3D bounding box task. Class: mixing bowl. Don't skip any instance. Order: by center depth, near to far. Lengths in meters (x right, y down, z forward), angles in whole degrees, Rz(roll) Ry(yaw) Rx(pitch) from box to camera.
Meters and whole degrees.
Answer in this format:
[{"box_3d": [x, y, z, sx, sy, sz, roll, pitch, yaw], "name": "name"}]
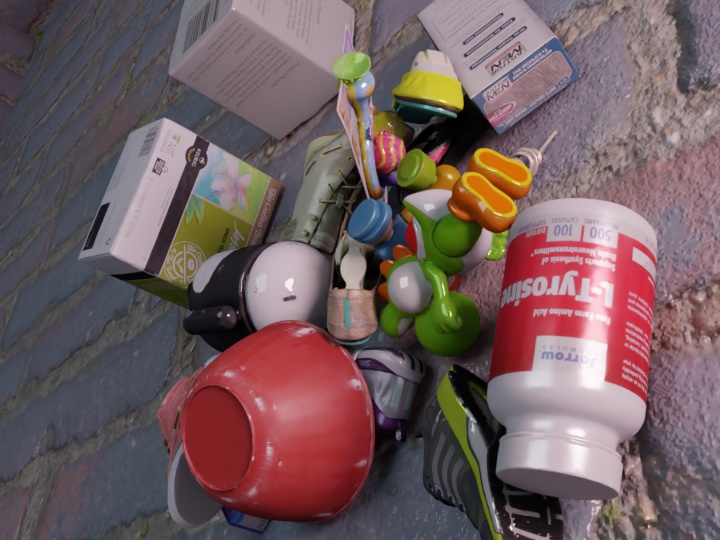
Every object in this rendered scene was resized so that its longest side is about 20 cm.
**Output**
[{"box_3d": [-0.097, 0.150, 0.810, 0.200, 0.108, 0.201, 1, 92, 38], "name": "mixing bowl"}]

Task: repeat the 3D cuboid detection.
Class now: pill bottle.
[{"box_3d": [0.154, 0.058, 0.629, 0.112, 0.112, 0.201, -16, 54, 48], "name": "pill bottle"}]

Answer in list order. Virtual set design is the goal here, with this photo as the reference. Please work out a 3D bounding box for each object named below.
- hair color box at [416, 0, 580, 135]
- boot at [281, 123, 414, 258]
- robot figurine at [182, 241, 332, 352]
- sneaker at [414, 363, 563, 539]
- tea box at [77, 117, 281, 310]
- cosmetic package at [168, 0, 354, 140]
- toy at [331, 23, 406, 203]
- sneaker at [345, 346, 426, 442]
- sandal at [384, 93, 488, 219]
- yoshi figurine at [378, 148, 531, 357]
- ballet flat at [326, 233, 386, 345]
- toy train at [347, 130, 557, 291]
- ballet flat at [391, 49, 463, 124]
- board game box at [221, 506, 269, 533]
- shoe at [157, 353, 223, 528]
[{"box_3d": [0.138, -0.236, 0.896, 0.100, 0.061, 0.200, -35, 39, 14], "name": "hair color box"}, {"box_3d": [-0.020, -0.094, 1.013, 0.200, 0.072, 0.155, -11, 57, 56], "name": "boot"}, {"box_3d": [-0.112, 0.035, 0.967, 0.200, 0.125, 0.151, -8, 47, 45], "name": "robot figurine"}, {"box_3d": [0.095, 0.169, 0.679, 0.081, 0.074, 0.200, -56, 26, 25], "name": "sneaker"}, {"box_3d": [-0.246, -0.068, 1.184, 0.133, 0.196, 0.201, -4, 64, 53], "name": "tea box"}, {"box_3d": [-0.136, -0.327, 1.222, 0.165, 0.200, 0.166, -29, 45, 39], "name": "cosmetic package"}, {"box_3d": [0.021, -0.129, 0.840, 0.047, 0.200, 0.116, -6, 54, 14], "name": "toy"}, {"box_3d": [-0.023, 0.124, 0.860, 0.200, 0.074, 0.088, -8, 65, 50], "name": "sneaker"}, {"box_3d": [0.076, -0.130, 0.931, 0.200, 0.045, 0.075, -53, 35, 13], "name": "sandal"}, {"box_3d": [0.089, 0.002, 0.756, 0.200, 0.112, 0.112, -61, 37, 40], "name": "yoshi figurine"}, {"box_3d": [0.000, 0.000, 0.872, 0.068, 0.068, 0.200, -6, 25, 3], "name": "ballet flat"}, {"box_3d": [0.085, -0.082, 0.820, 0.200, 0.115, 0.085, -52, 35, 15], "name": "toy train"}, {"box_3d": [0.066, -0.188, 0.873, 0.200, 0.067, 0.067, -119, 43, -82], "name": "ballet flat"}, {"box_3d": [-0.129, 0.182, 0.982, 0.135, 0.045, 0.200, -58, 33, 6], "name": "board game box"}, {"box_3d": [-0.184, 0.192, 0.949, 0.091, 0.071, 0.201, -31, 39, 40], "name": "shoe"}]
